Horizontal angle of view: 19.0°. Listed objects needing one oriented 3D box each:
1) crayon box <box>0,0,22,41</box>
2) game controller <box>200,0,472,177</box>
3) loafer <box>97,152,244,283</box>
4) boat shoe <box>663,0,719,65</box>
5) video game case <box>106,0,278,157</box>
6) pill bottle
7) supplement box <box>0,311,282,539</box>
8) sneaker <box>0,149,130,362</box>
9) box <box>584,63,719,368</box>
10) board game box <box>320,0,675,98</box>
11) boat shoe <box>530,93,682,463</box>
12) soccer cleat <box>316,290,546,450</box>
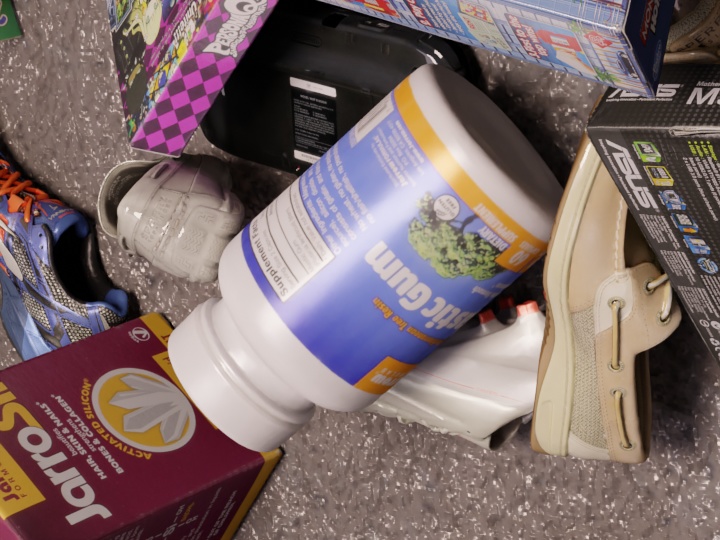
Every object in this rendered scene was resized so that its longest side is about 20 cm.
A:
[{"bbox_3d":[-0.267,-0.232,1.295,0.051,0.126,0.201,-14,95,44],"label":"crayon box"},{"bbox_3d":[-0.019,-0.095,1.182,0.200,0.042,0.105,19,131,38],"label":"game controller"},{"bbox_3d":[-0.110,-0.039,1.196,0.070,0.070,0.200,-65,12,1],"label":"loafer"},{"bbox_3d":[0.153,-0.101,0.951,0.200,0.065,0.072,40,95,7],"label":"boat shoe"},{"bbox_3d":[-0.080,-0.192,1.141,0.200,0.036,0.182,-53,37,40],"label":"video game case"},{"bbox_3d":[0.000,0.000,1.085,0.200,0.112,0.112,-42,74,17],"label":"pill bottle"},{"bbox_3d":[-0.169,0.124,1.276,0.131,0.200,0.103,46,131,19],"label":"supplement box"},{"bbox_3d":[-0.208,-0.026,1.360,0.078,0.075,0.200,-38,86,34],"label":"sneaker"},{"bbox_3d":[0.218,-0.004,0.917,0.193,0.048,0.200,1,138,41],"label":"box"},{"bbox_3d":[0.043,-0.179,0.914,0.199,0.062,0.201,5,69,23],"label":"board game box"},{"bbox_3d":[0.122,0.008,1.015,0.065,0.072,0.201,11,125,11],"label":"boat shoe"},{"bbox_3d":[0.044,0.063,1.153,0.200,0.069,0.078,-13,99,41],"label":"soccer cleat"}]
